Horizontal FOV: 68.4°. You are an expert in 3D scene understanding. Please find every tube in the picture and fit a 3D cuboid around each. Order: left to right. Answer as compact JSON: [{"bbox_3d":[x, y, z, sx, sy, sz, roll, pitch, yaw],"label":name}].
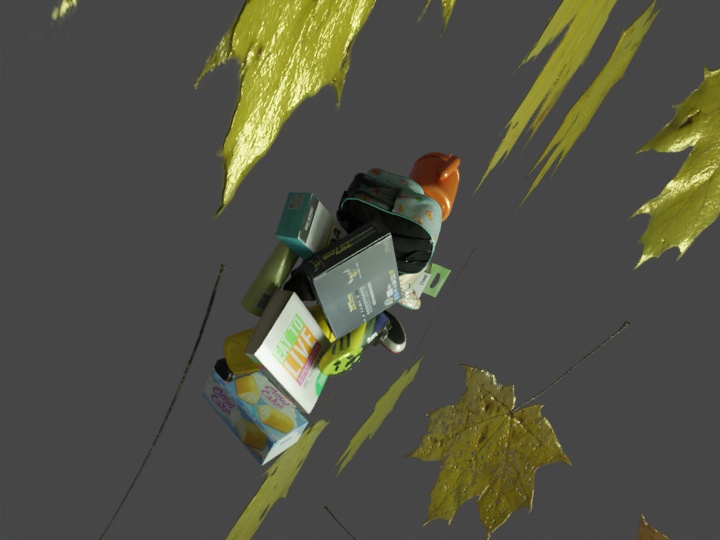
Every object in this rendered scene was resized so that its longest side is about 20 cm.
[{"bbox_3d":[-0.146,-0.012,0.966,0.202,0.051,0.058,-57,-162,7],"label":"tube"}]

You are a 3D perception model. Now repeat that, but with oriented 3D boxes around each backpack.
[{"bbox_3d":[0.063,-0.092,1.052,0.177,0.197,0.154,103,14,-50],"label":"backpack"}]

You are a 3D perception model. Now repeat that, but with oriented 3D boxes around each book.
[{"bbox_3d":[-0.121,0.152,0.970,0.201,0.047,0.135,58,47,-41],"label":"book"}]

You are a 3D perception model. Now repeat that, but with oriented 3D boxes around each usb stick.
[{"bbox_3d":[-0.227,0.191,1.123,0.033,0.055,0.199,-56,160,20],"label":"usb stick"}]

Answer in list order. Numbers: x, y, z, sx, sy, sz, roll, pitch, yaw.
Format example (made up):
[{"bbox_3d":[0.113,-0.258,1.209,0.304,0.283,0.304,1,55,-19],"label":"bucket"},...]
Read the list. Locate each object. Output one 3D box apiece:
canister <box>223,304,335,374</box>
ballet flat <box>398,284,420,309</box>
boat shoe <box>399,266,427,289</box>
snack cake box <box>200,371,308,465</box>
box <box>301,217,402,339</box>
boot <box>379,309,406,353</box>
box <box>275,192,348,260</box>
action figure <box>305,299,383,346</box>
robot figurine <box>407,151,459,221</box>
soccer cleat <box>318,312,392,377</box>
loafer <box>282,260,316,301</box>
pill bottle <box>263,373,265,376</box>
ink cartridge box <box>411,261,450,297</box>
[{"bbox_3d":[-0.160,0.138,1.073,0.147,0.088,0.199,-18,179,35],"label":"canister"},{"bbox_3d":[0.075,0.031,1.319,0.064,0.197,0.076,-57,-168,29],"label":"ballet flat"},{"bbox_3d":[0.057,0.023,1.111,0.198,0.072,0.066,-24,136,-31],"label":"boat shoe"},{"bbox_3d":[-0.218,0.284,1.090,0.114,0.199,0.068,-16,142,-57],"label":"snack cake box"},{"bbox_3d":[-0.008,0.021,0.954,0.156,0.051,0.202,-30,142,-11],"label":"box"},{"bbox_3d":[0.024,0.160,1.272,0.071,0.200,0.146,-5,128,-39],"label":"boot"},{"bbox_3d":[-0.071,-0.052,0.940,0.200,0.048,0.084,47,55,-56],"label":"box"},{"bbox_3d":[-0.041,0.125,1.193,0.118,0.198,0.104,-25,117,-41],"label":"action figure"},{"bbox_3d":[0.159,-0.184,1.179,0.145,0.114,0.202,81,23,-45],"label":"robot figurine"},{"bbox_3d":[-0.021,0.136,1.046,0.199,0.084,0.065,-33,159,-40],"label":"soccer cleat"},{"bbox_3d":[-0.104,0.009,1.040,0.200,0.070,0.075,-48,127,-74],"label":"loafer"},{"bbox_3d":[-0.175,0.262,1.280,0.202,0.110,0.110,-55,160,12],"label":"pill bottle"},{"bbox_3d":[0.124,0.017,1.380,0.060,0.197,0.105,-74,-174,-53],"label":"ink cartridge box"}]
